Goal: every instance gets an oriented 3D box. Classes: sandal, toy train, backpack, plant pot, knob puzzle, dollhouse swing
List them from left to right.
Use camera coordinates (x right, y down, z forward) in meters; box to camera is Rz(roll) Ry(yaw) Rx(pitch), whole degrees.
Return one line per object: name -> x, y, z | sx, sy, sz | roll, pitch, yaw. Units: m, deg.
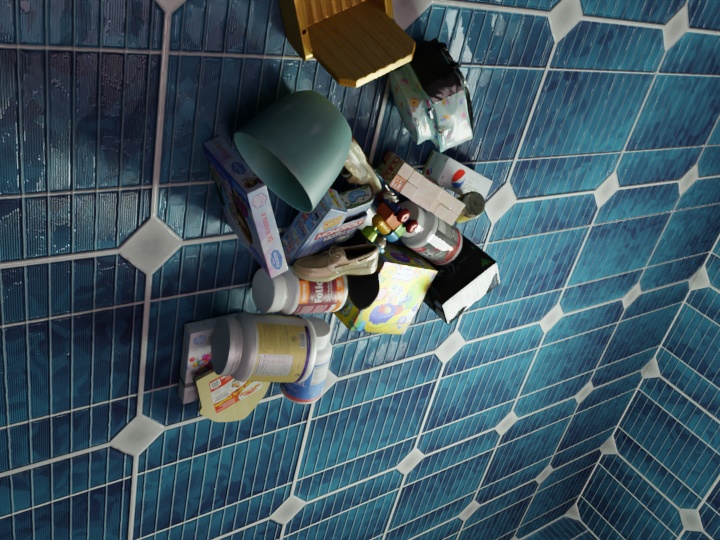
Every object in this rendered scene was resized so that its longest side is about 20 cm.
knob puzzle -> -0.291, 0.273, 1.623 | 0.218, 0.030, 0.222 | -26, 136, -28
plant pot -> -0.112, -0.237, 1.314 | 0.161, 0.199, 0.201 | -48, 141, -15
dollhouse swing -> -0.015, -0.457, 1.226 | 0.198, 0.176, 0.183 | -29, 137, -18
sandal -> 0.001, -0.001, 1.605 | 0.074, 0.203, 0.048 | -7, 154, -4
toy train -> 0.044, -0.113, 1.542 | 0.116, 0.085, 0.200 | -46, 154, 3
backpack -> 0.154, -0.349, 1.465 | 0.152, 0.177, 0.200 | -30, 141, 7

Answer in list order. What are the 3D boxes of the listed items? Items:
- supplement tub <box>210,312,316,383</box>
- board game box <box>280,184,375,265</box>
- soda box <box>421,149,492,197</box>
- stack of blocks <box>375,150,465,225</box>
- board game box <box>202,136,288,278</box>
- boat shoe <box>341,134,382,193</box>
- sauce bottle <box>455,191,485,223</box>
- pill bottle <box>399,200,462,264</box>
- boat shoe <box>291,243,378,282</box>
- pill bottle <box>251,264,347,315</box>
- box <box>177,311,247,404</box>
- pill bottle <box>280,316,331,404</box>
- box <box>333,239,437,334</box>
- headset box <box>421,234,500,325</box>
supplement tub -> -0.209, 0.167, 1.508 | 0.197, 0.146, 0.147 | 7, 118, -29
board game box -> -0.060, -0.110, 1.493 | 0.198, 0.062, 0.200 | -19, 160, -29
soda box -> 0.238, -0.226, 1.714 | 0.199, 0.063, 0.069 | 16, 103, -47
stack of blocks -> 0.139, -0.181, 1.575 | 0.199, 0.115, 0.059 | 31, 102, -26
board game box -> -0.215, -0.118, 1.306 | 0.041, 0.200, 0.201 | -27, 136, -18
boat shoe -> -0.013, -0.225, 1.503 | 0.066, 0.074, 0.200 | -31, 140, 5
sauce bottle -> 0.247, -0.150, 1.708 | 0.064, 0.200, 0.066 | 0, 89, -8
pill bottle -> 0.160, -0.096, 1.720 | 0.111, 0.111, 0.199 | -53, 139, 8
boat shoe -> -0.054, -0.025, 1.524 | 0.197, 0.072, 0.065 | -8, 130, -24
pill bottle -> -0.136, 0.041, 1.568 | 0.198, 0.114, 0.115 | -2, 123, -41
box -> -0.329, 0.197, 1.583 | 0.154, 0.041, 0.202 | -10, 127, -36
pill bottle -> -0.131, 0.218, 1.718 | 0.111, 0.112, 0.202 | -10, 127, -35
box -> 0.051, 0.041, 1.727 | 0.198, 0.122, 0.195 | 8, 115, -44
headset box -> 0.243, 0.010, 1.827 | 0.199, 0.174, 0.093 | -35, 139, -12
